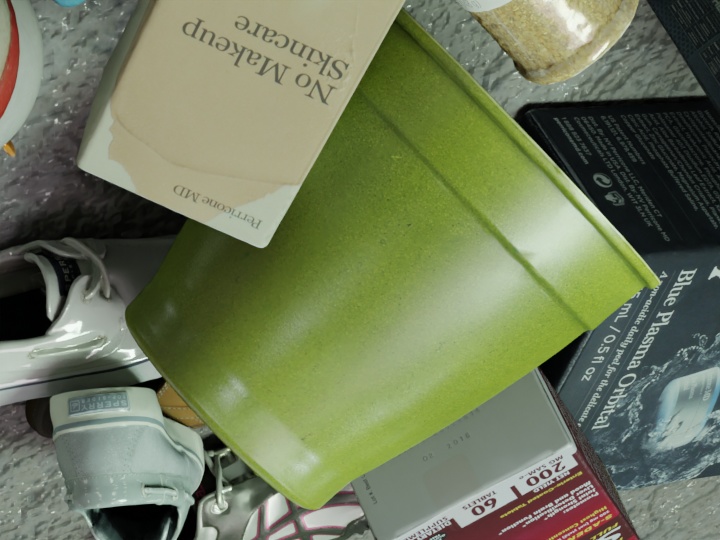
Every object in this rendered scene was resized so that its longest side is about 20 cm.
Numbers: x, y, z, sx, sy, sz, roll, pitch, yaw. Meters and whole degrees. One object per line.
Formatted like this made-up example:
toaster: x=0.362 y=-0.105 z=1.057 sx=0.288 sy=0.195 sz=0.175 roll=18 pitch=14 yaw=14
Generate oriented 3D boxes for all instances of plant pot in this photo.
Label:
plant pot: x=0.000 y=0.000 z=1.283 sx=0.193 sy=0.200 sz=0.200 roll=-44 pitch=145 yaw=2

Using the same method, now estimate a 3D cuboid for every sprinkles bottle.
sprinkles bottle: x=0.036 y=-0.166 z=1.179 sx=0.068 sy=0.068 sz=0.200 roll=-39 pitch=119 yaw=11

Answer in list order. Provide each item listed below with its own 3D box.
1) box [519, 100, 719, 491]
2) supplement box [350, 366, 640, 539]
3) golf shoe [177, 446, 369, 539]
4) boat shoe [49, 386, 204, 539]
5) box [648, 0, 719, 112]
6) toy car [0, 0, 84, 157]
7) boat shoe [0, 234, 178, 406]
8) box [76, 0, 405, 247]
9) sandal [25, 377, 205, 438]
box: x=0.157 y=0.016 z=1.525 sx=0.199 sy=0.118 sz=0.197 roll=-6 pitch=138 yaw=-34
supplement box: x=0.070 y=0.118 z=1.408 sx=0.108 sy=0.061 sz=0.200 roll=-29 pitch=155 yaw=5
golf shoe: x=-0.049 y=0.121 z=1.534 sx=0.200 sy=0.077 sz=0.088 roll=-45 pitch=136 yaw=17
boat shoe: x=-0.118 y=0.110 z=1.389 sx=0.070 sy=0.072 sz=0.201 roll=-5 pitch=166 yaw=3
box: x=0.213 y=-0.073 z=1.370 sx=0.051 sy=0.200 sz=0.158 roll=-36 pitch=145 yaw=11
toy car: x=-0.186 y=-0.104 z=1.067 sx=0.184 sy=0.177 sz=0.200 roll=-38 pitch=168 yaw=0
boat shoe: x=-0.146 y=0.015 z=1.336 sx=0.199 sy=0.072 sz=0.066 roll=-12 pitch=146 yaw=-13
box: x=-0.034 y=-0.116 z=1.126 sx=0.095 sy=0.078 sz=0.200 roll=22 pitch=127 yaw=-9
sandal: x=-0.074 y=0.052 z=1.440 sx=0.199 sy=0.055 sz=0.082 roll=-10 pitch=140 yaw=-20
